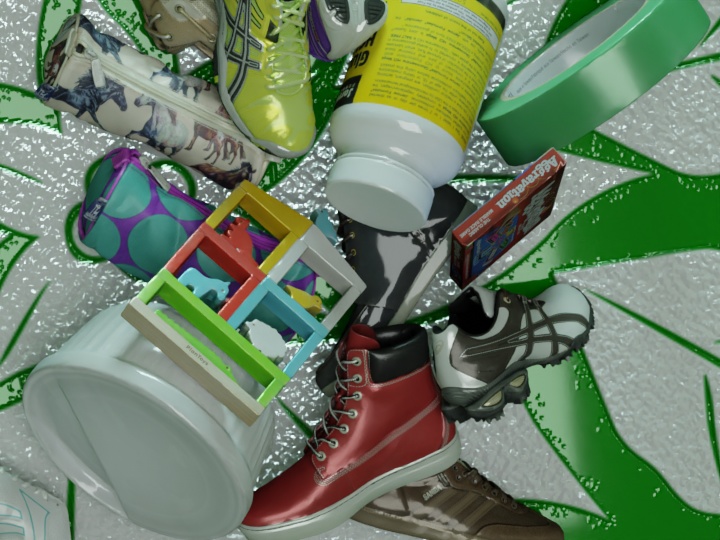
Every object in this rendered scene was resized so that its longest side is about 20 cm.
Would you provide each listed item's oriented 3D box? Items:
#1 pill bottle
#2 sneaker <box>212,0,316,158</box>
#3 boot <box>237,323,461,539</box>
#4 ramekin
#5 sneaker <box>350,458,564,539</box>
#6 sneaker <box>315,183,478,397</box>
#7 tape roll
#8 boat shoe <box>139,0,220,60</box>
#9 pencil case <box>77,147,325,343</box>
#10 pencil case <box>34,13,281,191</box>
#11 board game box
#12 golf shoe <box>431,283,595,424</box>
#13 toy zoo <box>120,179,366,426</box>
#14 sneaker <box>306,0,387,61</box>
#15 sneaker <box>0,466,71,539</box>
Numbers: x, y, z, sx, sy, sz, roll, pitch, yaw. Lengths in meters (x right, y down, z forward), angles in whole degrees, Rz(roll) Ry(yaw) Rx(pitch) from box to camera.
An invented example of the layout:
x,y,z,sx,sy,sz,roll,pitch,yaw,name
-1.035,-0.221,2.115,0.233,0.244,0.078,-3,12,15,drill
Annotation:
x,y,z,sx,sy,sz,roll,pitch,yaw,name
0.040,-0.139,1.652,0.112,0.112,0.202,23,69,-13,pill bottle
-0.073,-0.185,1.609,0.075,0.076,0.202,-17,96,-29,sneaker
-0.025,0.123,1.656,0.199,0.072,0.145,-26,120,-13,boot
-0.159,0.112,1.634,0.202,0.202,0.095,41,53,-12,ramekin
0.085,0.191,1.747,0.198,0.070,0.076,12,92,-13,sneaker
0.000,0.000,1.718,0.106,0.075,0.201,35,87,-2,sneaker
0.185,-0.162,1.663,0.200,0.200,0.048,-38,100,-5,tape roll
-0.141,-0.204,1.663,0.199,0.072,0.065,30,88,-18,boat shoe
-0.129,-0.019,1.675,0.199,0.085,0.093,29,121,-13,pencil case
-0.158,-0.131,1.656,0.199,0.089,0.078,24,89,-13,pencil case
0.116,-0.039,1.666,0.103,0.200,0.019,-41,81,-5,board game box
0.125,0.043,1.692,0.200,0.077,0.095,-40,112,-49,golf shoe
-0.080,0.014,1.607,0.131,0.020,0.200,40,48,-1,toy zoo
-0.037,-0.261,1.658,0.080,0.083,0.202,7,65,-29,sneaker
-0.287,0.195,1.683,0.080,0.070,0.201,-35,104,-21,sneaker
